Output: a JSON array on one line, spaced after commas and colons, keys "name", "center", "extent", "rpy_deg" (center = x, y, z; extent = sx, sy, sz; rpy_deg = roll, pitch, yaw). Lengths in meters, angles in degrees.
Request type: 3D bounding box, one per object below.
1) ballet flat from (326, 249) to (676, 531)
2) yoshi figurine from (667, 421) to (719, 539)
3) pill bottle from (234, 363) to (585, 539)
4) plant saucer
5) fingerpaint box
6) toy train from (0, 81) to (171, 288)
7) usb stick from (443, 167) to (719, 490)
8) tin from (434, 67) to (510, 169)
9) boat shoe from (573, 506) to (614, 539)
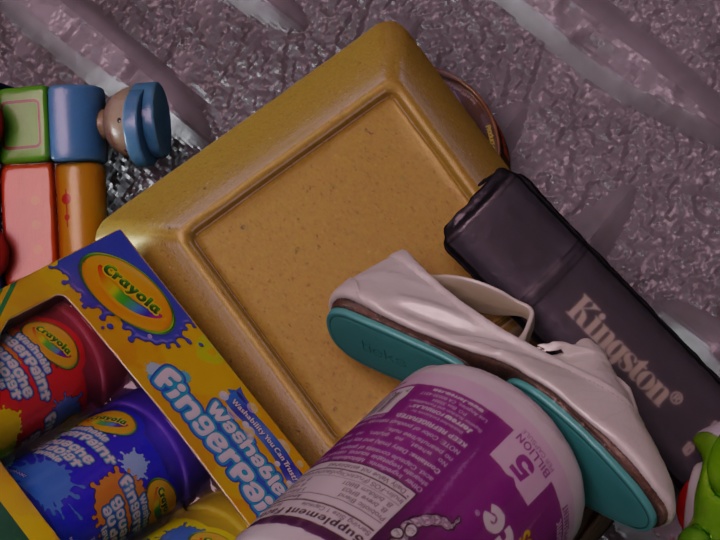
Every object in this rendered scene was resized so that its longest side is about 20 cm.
[{"name": "ballet flat", "center": [0.077, 0.047, 1.141], "extent": [0.200, 0.069, 0.069], "rpy_deg": [31, 86, 22]}, {"name": "yoshi figurine", "center": [0.181, 0.142, 1.117], "extent": [0.112, 0.112, 0.200], "rpy_deg": [33, 103, 9]}, {"name": "pill bottle", "center": [0.005, 0.138, 1.069], "extent": [0.112, 0.112, 0.200], "rpy_deg": [28, 48, 24]}, {"name": "plant saucer", "center": [0.000, 0.000, 1.217], "extent": [0.200, 0.048, 0.200], "rpy_deg": [-36, 88, -9]}, {"name": "fingerpaint box", "center": [-0.124, 0.101, 1.134], "extent": [0.200, 0.167, 0.073], "rpy_deg": [51, 138, 11]}, {"name": "toy train", "center": [-0.158, -0.007, 1.317], "extent": [0.116, 0.085, 0.200], "rpy_deg": [-5, 85, 14]}, {"name": "usb stick", "center": [0.123, 0.034, 1.189], "extent": [0.200, 0.033, 0.055], "rpy_deg": [46, 78, -2]}, {"name": "tin", "center": [-0.012, -0.029, 1.297], "extent": [0.200, 0.042, 0.112], "rpy_deg": [-30, 63, 8]}, {"name": "boat shoe", "center": [0.059, 0.151, 1.198], "extent": [0.076, 0.074, 0.200], "rpy_deg": [30, 85, 25]}]
